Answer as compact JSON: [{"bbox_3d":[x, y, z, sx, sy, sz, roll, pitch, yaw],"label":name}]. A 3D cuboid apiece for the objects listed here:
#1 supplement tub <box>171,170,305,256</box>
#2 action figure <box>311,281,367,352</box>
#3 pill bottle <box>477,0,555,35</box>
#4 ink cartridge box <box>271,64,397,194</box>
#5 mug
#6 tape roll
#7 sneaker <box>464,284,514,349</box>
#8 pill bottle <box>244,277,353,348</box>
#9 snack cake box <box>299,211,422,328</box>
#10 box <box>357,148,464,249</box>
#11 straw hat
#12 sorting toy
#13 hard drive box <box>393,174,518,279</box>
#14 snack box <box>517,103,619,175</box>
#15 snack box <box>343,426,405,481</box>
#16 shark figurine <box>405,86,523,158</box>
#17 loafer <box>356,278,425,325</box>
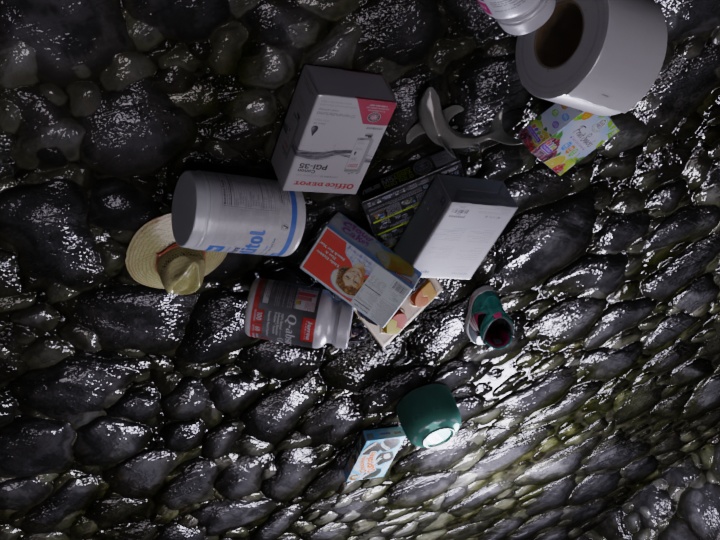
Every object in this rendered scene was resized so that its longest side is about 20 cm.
[{"bbox_3d":[-0.205,-0.095,1.510,0.199,0.132,0.132,3,135,-30],"label":"supplement tub"},{"bbox_3d":[-0.055,0.104,1.863,0.129,0.070,0.201,-6,134,8],"label":"action figure"},{"bbox_3d":[0.209,-0.445,1.318,0.113,0.114,0.200,-34,141,15],"label":"pill bottle"},{"bbox_3d":[-0.046,-0.226,1.473,0.145,0.083,0.201,0,136,-27],"label":"ink cartridge box"},{"bbox_3d":[0.193,0.378,2.281,0.184,0.115,0.153,-1,137,-25],"label":"mug"},{"bbox_3d":[0.364,-0.359,1.428,0.138,0.204,0.203,8,133,-33],"label":"tape roll"},{"bbox_3d":[0.298,0.138,2.045,0.083,0.121,0.201,-16,142,-8],"label":"sneaker"},{"bbox_3d":[-0.116,0.086,1.723,0.198,0.116,0.116,10,138,2],"label":"pill bottle"},{"bbox_3d":[0.000,0.000,1.684,0.199,0.067,0.115,36,126,0],"label":"snack cake box"},{"bbox_3d":[0.104,-0.131,1.693,0.199,0.044,0.161,-23,143,1],"label":"box"},{"bbox_3d":[-0.317,-0.005,1.595,0.199,0.085,0.202,-13,141,-11],"label":"straw hat"},{"bbox_3d":[0.084,0.060,1.869,0.185,0.036,0.200,-44,144,-7],"label":"sorting toy"},{"bbox_3d":[0.177,-0.078,1.694,0.155,0.077,0.201,3,135,-30],"label":"hard drive box"},{"bbox_3d":[0.384,-0.254,1.637,0.142,0.053,0.200,-39,158,18],"label":"snack box"},{"bbox_3d":[0.035,0.492,2.400,0.115,0.037,0.201,-2,138,-24],"label":"snack box"},{"bbox_3d":[0.172,-0.231,1.576,0.213,0.090,0.128,13,131,-35],"label":"shark figurine"},{"bbox_3d":[0.084,0.036,1.782,0.200,0.063,0.072,-41,135,-10],"label":"loafer"}]
